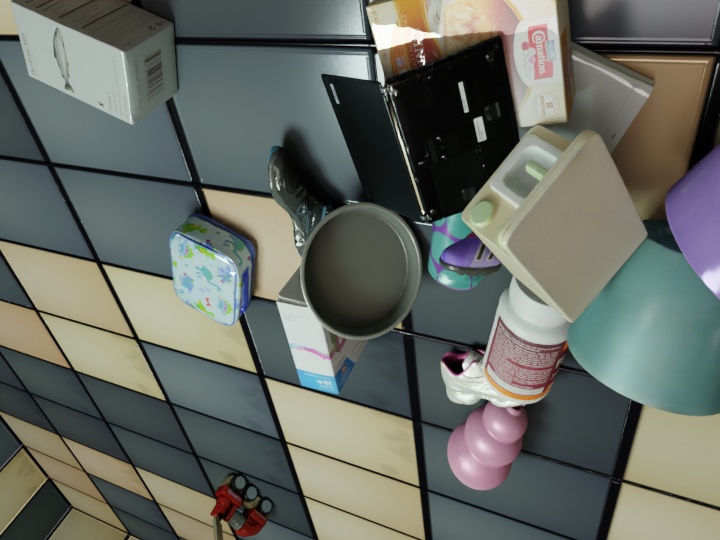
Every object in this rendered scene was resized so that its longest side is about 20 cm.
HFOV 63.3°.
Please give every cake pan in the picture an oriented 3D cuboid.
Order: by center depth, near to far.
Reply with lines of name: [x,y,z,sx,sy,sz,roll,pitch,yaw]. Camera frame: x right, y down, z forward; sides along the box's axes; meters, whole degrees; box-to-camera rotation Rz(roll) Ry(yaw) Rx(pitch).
cake pan: [0.000,0.000,0.890,0.201,0.200,0.037,48,171,-16]

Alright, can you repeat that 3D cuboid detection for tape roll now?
tape roll: [0.412,-0.038,0.579,0.197,0.202,0.086,33,138,-1]

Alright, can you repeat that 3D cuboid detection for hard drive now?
hard drive: [0.215,-0.202,0.683,0.195,0.027,0.134,28,136,7]

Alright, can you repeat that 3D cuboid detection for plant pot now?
plant pot: [0.364,0.039,0.688,0.195,0.201,0.166,17,117,16]

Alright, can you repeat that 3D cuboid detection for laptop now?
laptop: [0.073,-0.160,0.673,0.194,0.105,0.180,-18,126,10]

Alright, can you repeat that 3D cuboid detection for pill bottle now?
pill bottle: [0.249,0.089,0.853,0.111,0.115,0.204,18,135,15]

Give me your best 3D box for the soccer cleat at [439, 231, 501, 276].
soccer cleat: [0.176,-0.048,0.734,0.068,0.195,0.076,33,131,48]

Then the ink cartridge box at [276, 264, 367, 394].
ink cartridge box: [-0.059,0.086,1.014,0.082,0.146,0.205,8,131,24]

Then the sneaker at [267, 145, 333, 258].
sneaker: [-0.084,-0.111,0.925,0.079,0.074,0.203,-10,129,17]

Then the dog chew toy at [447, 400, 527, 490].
dog chew toy: [0.234,0.302,1.051,0.122,0.125,0.204,26,128,7]

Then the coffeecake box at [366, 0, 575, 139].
coffeecake box: [0.123,-0.238,0.633,0.194,0.074,0.157,1,128,29]

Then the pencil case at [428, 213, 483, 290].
pencil case: [0.143,-0.077,0.792,0.089,0.087,0.205,3,130,3]

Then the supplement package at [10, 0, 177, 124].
supplement package: [-0.389,-0.329,0.871,0.195,0.118,0.119,25,137,10]

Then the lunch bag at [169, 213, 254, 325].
lunch bag: [-0.280,0.003,1.122,0.157,0.083,0.204,25,136,11]

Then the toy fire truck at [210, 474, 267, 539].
toy fire truck: [-0.370,0.738,1.733,0.176,0.202,0.127,46,136,-14]

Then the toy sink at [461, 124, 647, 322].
toy sink: [0.196,-0.060,0.618,0.198,0.131,0.112,34,-171,-44]

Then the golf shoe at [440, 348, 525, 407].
golf shoe: [0.219,0.175,0.979,0.195,0.076,0.093,-11,119,36]
